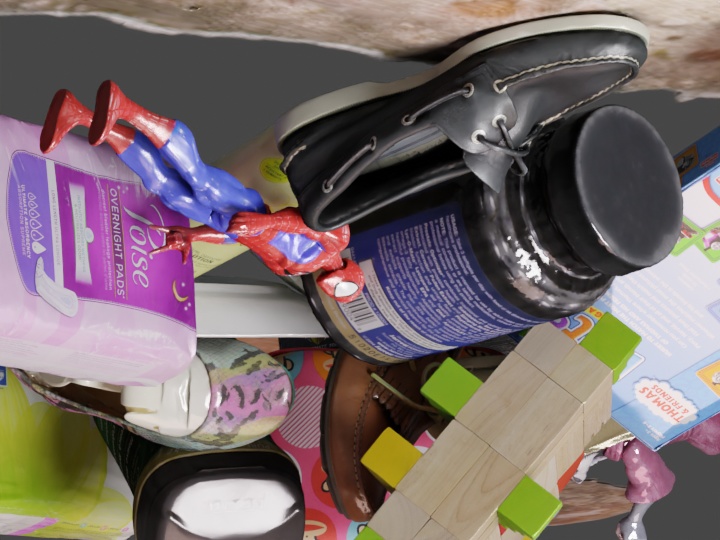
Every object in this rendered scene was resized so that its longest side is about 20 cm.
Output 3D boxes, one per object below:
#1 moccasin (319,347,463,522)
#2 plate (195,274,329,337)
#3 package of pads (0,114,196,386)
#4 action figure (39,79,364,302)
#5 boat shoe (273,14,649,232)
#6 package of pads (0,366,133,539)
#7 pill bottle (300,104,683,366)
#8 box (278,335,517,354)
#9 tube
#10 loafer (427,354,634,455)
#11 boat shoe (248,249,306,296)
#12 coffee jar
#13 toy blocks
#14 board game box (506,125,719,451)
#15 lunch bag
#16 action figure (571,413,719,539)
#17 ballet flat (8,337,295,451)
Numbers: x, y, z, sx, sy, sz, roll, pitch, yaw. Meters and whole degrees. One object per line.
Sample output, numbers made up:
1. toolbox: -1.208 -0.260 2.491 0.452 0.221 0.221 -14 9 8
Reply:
1. moccasin: 0.031 0.062 1.367 0.077 0.202 0.074 4 131 23
2. plate: -0.128 0.019 1.430 0.199 0.032 0.199 3 -179 -18
3. package of pads: -0.171 -0.011 1.200 0.075 0.121 0.200 -14 163 35
4. action figure: -0.070 -0.031 1.185 0.200 0.052 0.065 27 154 -38
5. boat shoe: 0.050 -0.066 1.140 0.199 0.066 0.074 -15 157 19
6. package of pads: -0.215 0.099 1.560 0.068 0.155 0.200 -15 163 37
7. pill bottle: 0.069 -0.021 1.254 0.112 0.112 0.200 9 162 -43
8. box: 0.062 0.046 1.651 0.199 0.051 0.158 -10 164 21
9. tube: -0.062 -0.039 1.277 0.200 0.052 0.058 -26 -177 46
10. loafer: 0.136 0.086 1.492 0.199 0.076 0.068 -12 -150 3
11. boat shoe: 0.000 0.000 1.467 0.073 0.062 0.200 38 -176 38
12. coffee jar: -0.102 0.114 1.461 0.104 0.086 0.200 -2 -151 -17
13. toy blocks: 0.075 0.120 1.317 0.100 0.200 0.137 37 166 18
14. board game box: 0.192 0.009 1.327 0.151 0.037 0.200 38 125 -27
15. lunch bag: 0.015 0.141 1.551 0.199 0.177 0.082 1 149 3
16. action figure: 0.207 0.094 1.581 0.199 0.134 0.149 -21 162 -32
17. ballet flat: -0.134 0.066 1.388 0.199 0.069 0.071 9 180 36
